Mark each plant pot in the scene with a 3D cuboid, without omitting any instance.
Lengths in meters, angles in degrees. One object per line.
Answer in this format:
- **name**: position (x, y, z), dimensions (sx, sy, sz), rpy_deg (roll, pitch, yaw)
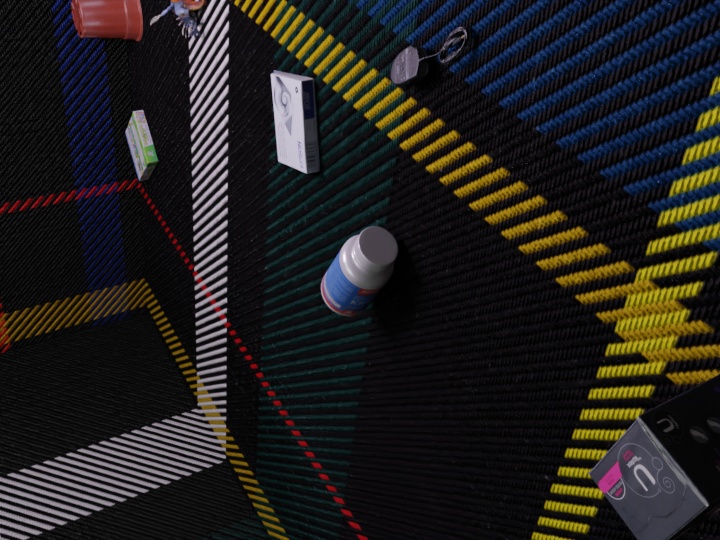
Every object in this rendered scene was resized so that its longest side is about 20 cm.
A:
- **plant pot**: position (-0.856, -0.866, 2.545), dimensions (0.200, 0.192, 0.205), rpy_deg (36, 134, 50)

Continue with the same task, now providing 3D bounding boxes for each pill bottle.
- **pill bottle**: position (0.000, 0.000, 1.483), dimensions (0.114, 0.110, 0.200), rpy_deg (65, 151, 18)

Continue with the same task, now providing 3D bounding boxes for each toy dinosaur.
- **toy dinosaur**: position (-0.480, -0.717, 2.097), dimensions (0.199, 0.104, 0.184), rpy_deg (-38, 50, 21)

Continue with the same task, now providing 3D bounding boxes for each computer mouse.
- **computer mouse**: position (0.114, -0.337, 1.206), dimensions (0.199, 0.033, 0.060), rpy_deg (-6, 82, 57)

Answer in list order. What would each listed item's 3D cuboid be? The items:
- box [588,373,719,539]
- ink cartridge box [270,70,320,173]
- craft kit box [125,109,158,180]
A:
- **box**: position (0.366, 0.196, 0.814), dimensions (0.107, 0.197, 0.123), rpy_deg (55, 145, 31)
- **ink cartridge box**: position (-0.157, -0.333, 1.685), dimensions (0.199, 0.040, 0.204), rpy_deg (29, 128, 54)
- **craft kit box**: position (-0.819, -0.464, 2.833), dimensions (0.197, 0.048, 0.204), rpy_deg (-28, 79, 64)
